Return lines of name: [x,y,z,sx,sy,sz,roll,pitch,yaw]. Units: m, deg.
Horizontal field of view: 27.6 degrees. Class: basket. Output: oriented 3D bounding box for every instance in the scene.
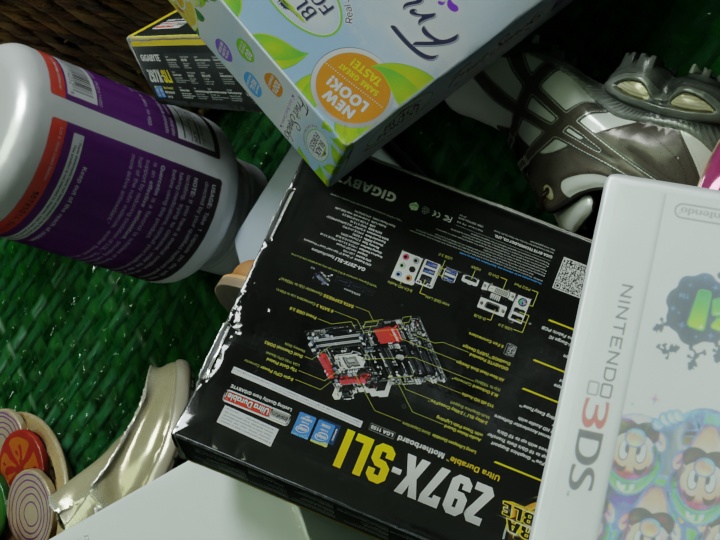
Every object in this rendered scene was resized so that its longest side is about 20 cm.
basket: [-0.152,-0.214,0.972,0.142,0.199,0.150,-35,50,29]

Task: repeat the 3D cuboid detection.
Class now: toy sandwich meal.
toy sandwich meal: [-0.279,0.196,1.047,0.204,0.070,0.207,-20,61,41]

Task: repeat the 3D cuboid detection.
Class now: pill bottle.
pill bottle: [-0.156,-0.058,0.915,0.112,0.199,0.113,-21,60,42]

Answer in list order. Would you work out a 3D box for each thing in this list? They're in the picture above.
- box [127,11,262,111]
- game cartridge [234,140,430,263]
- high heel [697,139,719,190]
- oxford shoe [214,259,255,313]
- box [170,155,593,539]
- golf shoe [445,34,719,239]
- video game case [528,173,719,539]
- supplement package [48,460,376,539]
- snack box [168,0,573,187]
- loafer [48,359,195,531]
box: [-0.023,-0.148,0.824,0.159,0.050,0.200,-32,21,-21]
game cartridge: [0.000,0.000,0.852,0.134,0.040,0.200,-53,44,13]
high heel: [0.185,0.025,0.623,0.095,0.067,0.202,5,75,40]
oxford shoe: [0.026,0.021,0.743,0.198,0.071,0.072,13,66,7]
box: [0.037,0.046,0.667,0.199,0.049,0.161,20,71,8]
golf shoe: [0.100,-0.064,0.738,0.199,0.077,0.095,20,90,50]
video game case: [0.176,0.066,0.577,0.198,0.024,0.184,11,82,18]
supplement package: [-0.060,0.158,0.770,0.199,0.117,0.118,-32,74,35]
snack box: [0.017,-0.154,0.695,0.142,0.200,0.053,49,157,7]
loafer: [-0.156,0.142,0.903,0.076,0.068,0.201,106,-177,-69]
